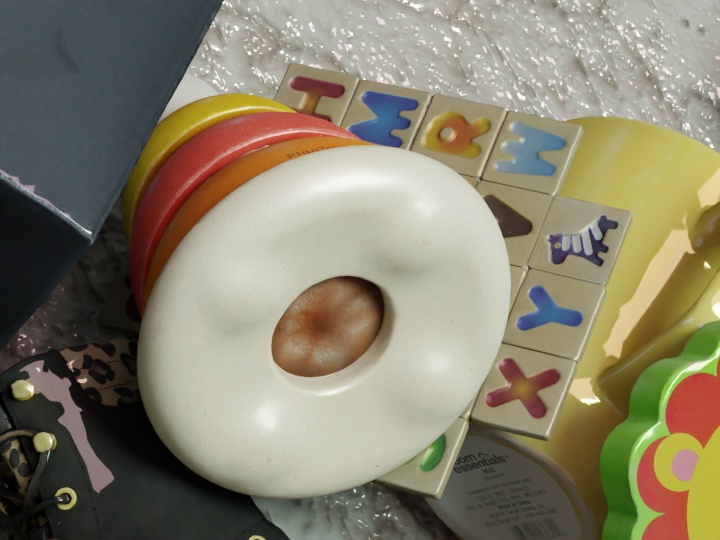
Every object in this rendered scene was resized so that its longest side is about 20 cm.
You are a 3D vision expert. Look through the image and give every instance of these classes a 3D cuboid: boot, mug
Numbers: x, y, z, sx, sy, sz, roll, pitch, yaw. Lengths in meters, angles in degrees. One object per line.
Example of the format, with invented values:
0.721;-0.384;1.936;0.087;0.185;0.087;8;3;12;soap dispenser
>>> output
-0.108;0.112;1.079;0.199;0.073;0.151;-19;68;-35;boot
0.092;0.029;1.209;0.149;0.187;0.153;23;53;18;mug

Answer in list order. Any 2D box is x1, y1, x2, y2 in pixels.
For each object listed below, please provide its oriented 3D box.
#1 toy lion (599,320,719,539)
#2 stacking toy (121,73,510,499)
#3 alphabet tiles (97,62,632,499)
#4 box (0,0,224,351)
0.187;0.106;1.112;0.199;0.069;0.193;-5;92;-20;toy lion
-0.042;-0.021;1.138;0.146;0.147;0.200;8;26;-29;stacking toy
0.000;0.000;1.170;0.199;0.006;0.167;13;67;24;alphabet tiles
-0.149;-0.056;1.080;0.117;0.200;0.197;33;47;-10;box
